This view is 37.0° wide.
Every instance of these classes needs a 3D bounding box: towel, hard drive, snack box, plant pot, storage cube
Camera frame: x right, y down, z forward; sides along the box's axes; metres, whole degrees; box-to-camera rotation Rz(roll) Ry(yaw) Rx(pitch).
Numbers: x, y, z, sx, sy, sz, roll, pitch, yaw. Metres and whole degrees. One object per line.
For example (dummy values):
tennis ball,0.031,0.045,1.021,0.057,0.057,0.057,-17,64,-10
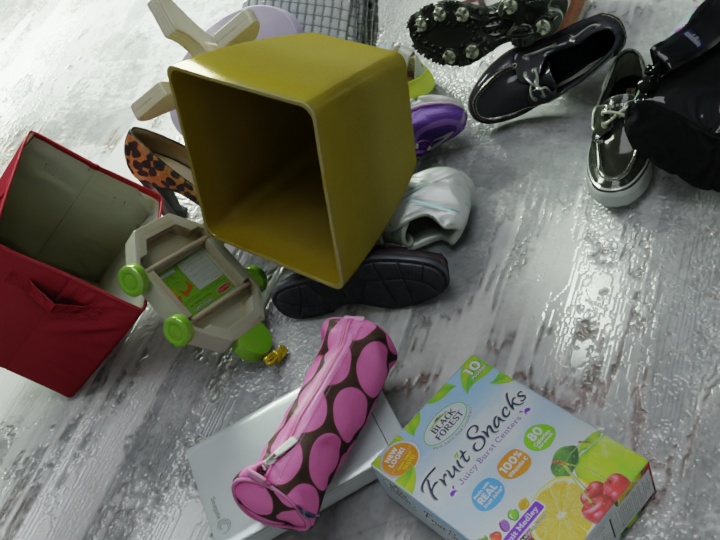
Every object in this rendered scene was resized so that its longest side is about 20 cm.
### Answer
towel,-0.066,-0.255,1.332,0.163,0.204,0.085,10,9,25
hard drive,-0.060,0.173,1.018,0.198,0.027,0.132,-29,43,-3
snack box,0.125,0.175,0.907,0.142,0.053,0.199,-43,45,-18
plant pot,-0.049,-0.135,1.096,0.198,0.203,0.176,21,45,35
storage cube,-0.336,-0.002,1.165,0.180,0.169,0.202,-44,32,35

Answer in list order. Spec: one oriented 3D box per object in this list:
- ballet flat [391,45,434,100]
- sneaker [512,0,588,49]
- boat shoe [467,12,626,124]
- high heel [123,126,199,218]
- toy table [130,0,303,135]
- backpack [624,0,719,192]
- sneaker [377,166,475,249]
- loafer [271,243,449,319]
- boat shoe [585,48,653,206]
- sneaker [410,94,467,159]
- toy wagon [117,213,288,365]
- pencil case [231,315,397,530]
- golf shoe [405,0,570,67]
ballet flat,0.037,-0.230,1.279,0.066,0.068,0.199,28,36,22
sneaker,0.218,-0.305,1.322,0.079,0.072,0.201,2,46,37
boat shoe,0.206,-0.226,1.212,0.198,0.073,0.063,-28,10,18
high heel,-0.178,-0.127,1.278,0.197,0.144,0.072,-11,44,16
toy table,-0.166,-0.224,1.225,0.200,0.117,0.184,-46,75,21
backpack,0.354,-0.184,1.076,0.165,0.127,0.201,31,59,0
sneaker,0.025,-0.061,1.172,0.197,0.071,0.081,-7,49,19
loafer,0.000,0.000,1.127,0.197,0.072,0.064,-10,40,21
boat shoe,0.275,-0.155,1.146,0.070,0.064,0.202,-3,48,23
sneaker,0.040,-0.126,1.240,0.198,0.081,0.084,-30,55,10
toy wagon,-0.158,0.029,1.127,0.040,0.200,0.155,-45,-5,35
pencil case,-0.037,0.130,0.960,0.089,0.094,0.202,6,50,30
golf shoe,0.151,-0.290,1.252,0.197,0.078,0.088,-2,25,31
